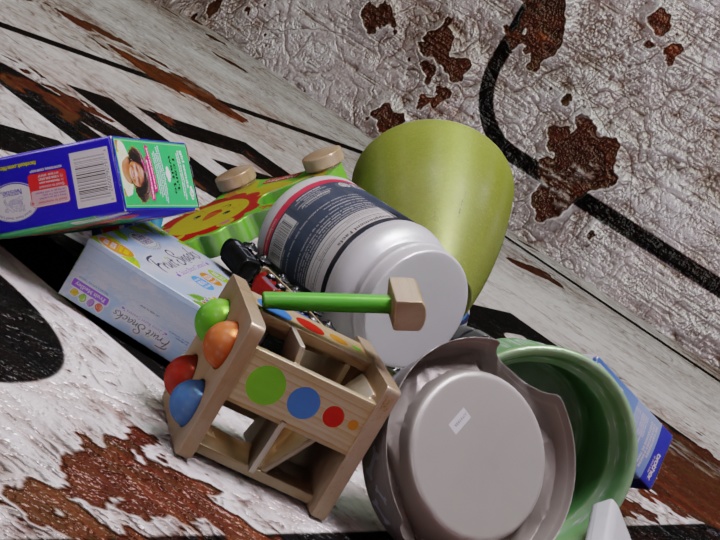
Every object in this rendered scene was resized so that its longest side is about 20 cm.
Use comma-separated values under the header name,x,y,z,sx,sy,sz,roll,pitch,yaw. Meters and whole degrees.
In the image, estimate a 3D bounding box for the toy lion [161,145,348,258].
name,x,y,z,sx,sy,sz,roll,pitch,yaw
toy lion,-0.127,-0.060,1.877,0.199,0.069,0.192,-10,19,33

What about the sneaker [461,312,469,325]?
name,x,y,z,sx,sy,sz,roll,pitch,yaw
sneaker,0.057,0.054,1.964,0.074,0.082,0.200,37,14,30

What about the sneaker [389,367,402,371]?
name,x,y,z,sx,sy,sz,roll,pitch,yaw
sneaker,0.002,0.073,1.809,0.072,0.083,0.200,-19,46,-34

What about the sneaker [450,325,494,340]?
name,x,y,z,sx,sy,sz,roll,pitch,yaw
sneaker,0.148,0.128,1.704,0.200,0.073,0.082,36,-6,11

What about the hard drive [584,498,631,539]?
name,x,y,z,sx,sy,sz,roll,pitch,yaw
hard drive,0.223,0.281,1.455,0.200,0.026,0.132,-33,102,-78

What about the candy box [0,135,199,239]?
name,x,y,z,sx,sy,sz,roll,pitch,yaw
candy box,-0.268,-0.076,1.632,0.169,0.077,0.200,-10,2,15

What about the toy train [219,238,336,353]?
name,x,y,z,sx,sy,sz,roll,pitch,yaw
toy train,-0.083,0.022,1.661,0.046,0.034,0.200,21,15,-41

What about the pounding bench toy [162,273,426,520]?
name,x,y,z,sx,sy,sz,roll,pitch,yaw
pounding bench toy,-0.057,0.067,1.407,0.156,0.200,0.124,27,11,-19

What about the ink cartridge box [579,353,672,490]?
name,x,y,z,sx,sy,sz,roll,pitch,yaw
ink cartridge box,0.250,0.172,1.906,0.136,0.076,0.200,3,-31,47

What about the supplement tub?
name,x,y,z,sx,sy,sz,roll,pitch,yaw
supplement tub,0.000,0.000,1.711,0.140,0.141,0.200,21,9,-41

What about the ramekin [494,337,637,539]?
name,x,y,z,sx,sy,sz,roll,pitch,yaw
ramekin,0.144,0.157,1.580,0.200,0.200,0.098,27,2,-15

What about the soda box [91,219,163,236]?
name,x,y,z,sx,sy,sz,roll,pitch,yaw
soda box,-0.249,-0.067,1.840,0.064,0.068,0.200,-5,14,-2

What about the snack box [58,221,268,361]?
name,x,y,z,sx,sy,sz,roll,pitch,yaw
snack box,-0.175,0.028,1.644,0.168,0.068,0.200,32,8,5

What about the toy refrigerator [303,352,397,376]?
name,x,y,z,sx,sy,sz,roll,pitch,yaw
toy refrigerator,0.017,0.129,1.693,0.200,0.070,0.076,28,10,-19

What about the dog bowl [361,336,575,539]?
name,x,y,z,sx,sy,sz,roll,pitch,yaw
dog bowl,0.088,0.158,1.450,0.200,0.201,0.059,25,-22,-28

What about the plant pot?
name,x,y,z,sx,sy,sz,roll,pitch,yaw
plant pot,0.076,-0.034,1.884,0.187,0.187,0.200,27,34,-15
